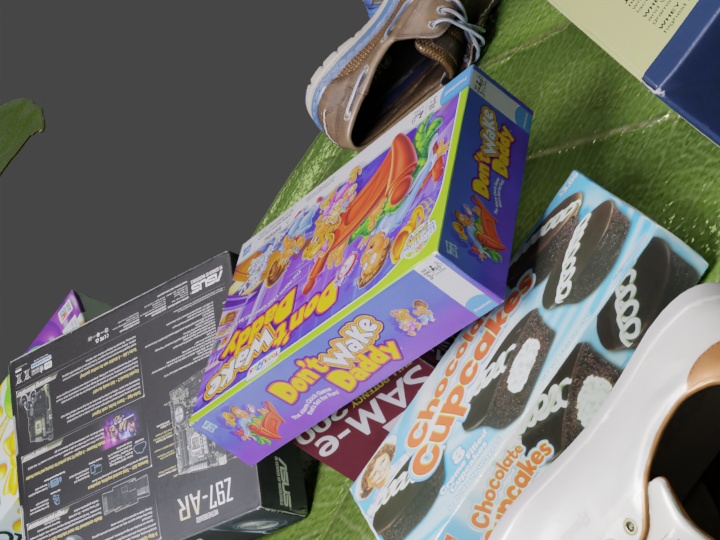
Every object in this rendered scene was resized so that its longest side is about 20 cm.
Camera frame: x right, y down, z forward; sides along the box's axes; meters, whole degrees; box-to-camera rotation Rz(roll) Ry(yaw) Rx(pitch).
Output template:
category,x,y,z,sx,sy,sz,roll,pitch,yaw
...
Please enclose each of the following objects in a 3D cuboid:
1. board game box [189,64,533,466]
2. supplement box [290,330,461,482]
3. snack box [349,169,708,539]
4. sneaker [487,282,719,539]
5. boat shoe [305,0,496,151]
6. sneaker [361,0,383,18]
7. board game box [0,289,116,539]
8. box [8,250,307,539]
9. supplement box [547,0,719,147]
category,x,y,z,sx,sy,sz,roll,pitch,yaw
board game box,0.000,0.000,0.989,0.200,0.045,0.135,-36,29,39
supplement box,0.025,0.008,1.070,0.109,0.061,0.201,-40,27,39
snack box,0.075,0.054,0.914,0.201,0.037,0.116,-55,19,5
sneaker,0.096,0.104,0.700,0.085,0.072,0.201,-103,36,-69
boat shoe,0.050,-0.157,1.271,0.200,0.072,0.072,-51,36,12
sneaker,0.054,-0.245,1.340,0.200,0.078,0.075,-41,8,36
board game box,-0.204,0.133,1.319,0.200,0.103,0.105,-51,39,17
box,-0.128,0.100,1.156,0.199,0.043,0.162,-26,61,32
supplement box,0.197,-0.141,0.781,0.201,0.134,0.200,-53,20,10
